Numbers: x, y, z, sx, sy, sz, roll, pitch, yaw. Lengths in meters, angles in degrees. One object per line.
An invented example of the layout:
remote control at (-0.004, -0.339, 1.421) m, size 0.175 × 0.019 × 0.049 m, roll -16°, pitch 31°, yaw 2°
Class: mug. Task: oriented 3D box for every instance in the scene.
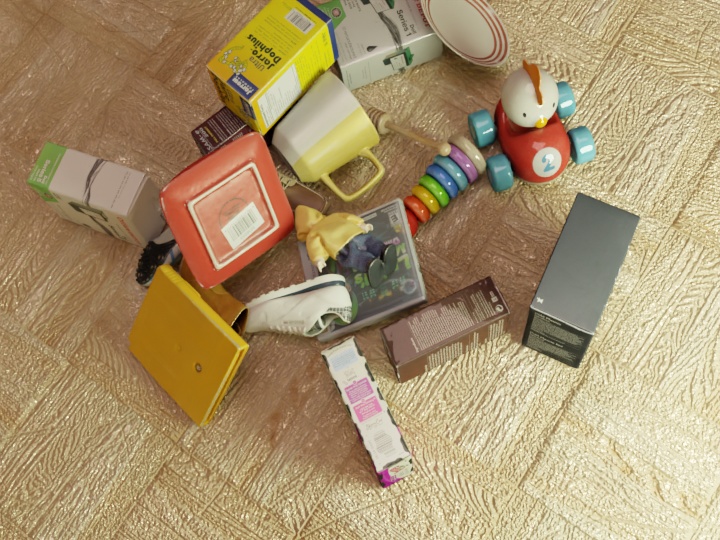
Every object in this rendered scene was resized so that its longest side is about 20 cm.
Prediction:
mug at (-0.060, -0.222, 1.615) m, size 0.152 × 0.150 × 0.187 m, roll -38°, pitch 53°, yaw -4°

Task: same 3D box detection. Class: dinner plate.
dinner plate at (0.182, -0.438, 1.686) m, size 0.197 × 0.024 × 0.204 m, roll 21°, pitch 50°, yaw -26°

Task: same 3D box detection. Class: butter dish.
butter dish at (-0.234, -0.110, 1.526) m, size 0.199 × 0.202 × 0.147 m, roll -36°, pitch 38°, yaw -21°

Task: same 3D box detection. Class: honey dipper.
honey dipper at (0.080, -0.234, 1.625) m, size 0.199 × 0.038 × 0.038 m, roll 32°, pitch 75°, yaw 39°

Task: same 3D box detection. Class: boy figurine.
boy figurine at (-0.039, -0.044, 1.535) m, size 0.198 × 0.065 × 0.124 m, roll 26°, pitch 54°, yaw 31°

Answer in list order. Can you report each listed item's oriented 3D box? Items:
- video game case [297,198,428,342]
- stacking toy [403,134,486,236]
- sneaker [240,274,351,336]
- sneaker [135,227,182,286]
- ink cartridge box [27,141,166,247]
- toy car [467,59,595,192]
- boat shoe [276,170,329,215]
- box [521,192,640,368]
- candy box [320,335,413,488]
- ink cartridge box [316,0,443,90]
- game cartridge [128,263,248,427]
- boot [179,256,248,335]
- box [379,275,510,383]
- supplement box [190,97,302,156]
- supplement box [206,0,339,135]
video game case at (0.000, 0.000, 1.559) m, size 0.197 × 0.023 × 0.186 m, roll -21°, pitch 67°, yaw 18°
stacking toy at (0.118, -0.133, 1.601) m, size 0.200 × 0.086 × 0.085 m, roll -45°, pitch 70°, yaw -6°
sneaker at (-0.108, 0.072, 1.537) m, size 0.196 × 0.076 × 0.082 m, roll -20°, pitch 75°, yaw 18°
sneaker at (-0.308, -0.048, 1.626) m, size 0.201 × 0.072 × 0.072 m, roll -49°, pitch 47°, yaw 2°
ink cartridge box at (-0.443, -0.127, 1.625) m, size 0.196 × 0.146 × 0.085 m, roll 19°, pitch 72°, yaw 14°
toy car at (0.283, -0.255, 1.559) m, size 0.180 × 0.201 × 0.180 m, roll -18°, pitch 68°, yaw 0°
boat shoe at (-0.149, -0.135, 1.633) m, size 0.196 × 0.072 × 0.077 m, roll 17°, pitch 72°, yaw 13°
box at (0.334, 0.020, 1.458) m, size 0.102 × 0.183 × 0.203 m, roll 22°, pitch 73°, yaw 14°
candy box at (0.012, 0.217, 1.445) m, size 0.060 × 0.137 × 0.203 m, roll -26°, pitch 69°, yaw -6°
ink cartridge box at (0.036, -0.435, 1.719) m, size 0.196 × 0.085 × 0.149 m, roll -21°, pitch 69°, yaw -2°
game cartridge at (-0.281, 0.119, 1.518) m, size 0.200 × 0.032 × 0.178 m, roll 43°, pitch 122°, yaw 20°
boot at (-0.236, 0.040, 1.560) m, size 0.142 × 0.070 × 0.205 m, roll 13°, pitch 82°, yaw 32°
box at (0.133, 0.095, 1.498) m, size 0.197 × 0.100 × 0.076 m, roll -26°, pitch 68°, yaw -5°
supplement box at (-0.193, -0.256, 1.665) m, size 0.199 × 0.109 × 0.061 m, roll -39°, pitch 70°, yaw -10°
supplement box at (-0.143, -0.349, 1.578) m, size 0.109 × 0.109 × 0.200 m, roll 39°, pitch 77°, yaw 18°
